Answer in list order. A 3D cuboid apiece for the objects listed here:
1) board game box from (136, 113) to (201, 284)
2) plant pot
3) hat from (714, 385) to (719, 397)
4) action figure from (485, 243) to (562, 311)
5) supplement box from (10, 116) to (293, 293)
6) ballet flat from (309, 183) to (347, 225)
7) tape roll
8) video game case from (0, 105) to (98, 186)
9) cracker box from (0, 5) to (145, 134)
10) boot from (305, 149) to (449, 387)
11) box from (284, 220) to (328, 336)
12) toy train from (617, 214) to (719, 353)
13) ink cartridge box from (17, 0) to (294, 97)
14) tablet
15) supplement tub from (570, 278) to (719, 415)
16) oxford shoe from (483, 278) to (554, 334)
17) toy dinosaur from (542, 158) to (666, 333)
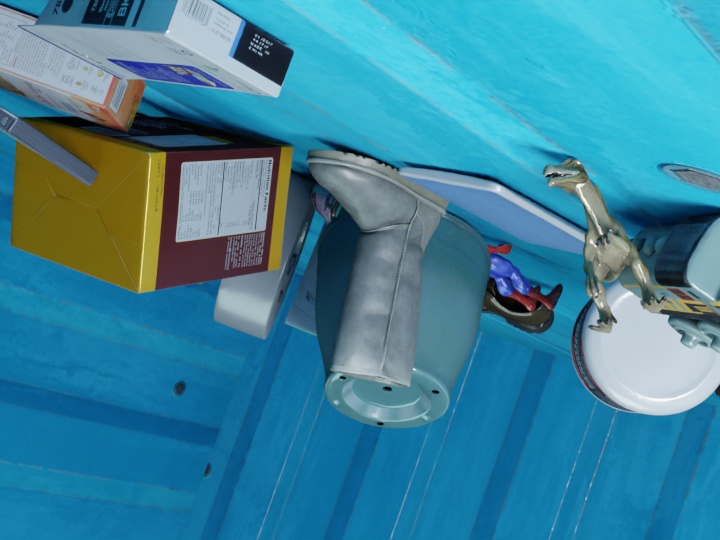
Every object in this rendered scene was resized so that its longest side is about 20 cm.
[{"bbox_3d":[-0.256,-0.094,1.354,0.200,0.165,0.057,19,176,4],"label":"board game box"},{"bbox_3d":[0.039,0.060,1.247,0.200,0.188,0.200,5,143,4],"label":"plant pot"},{"bbox_3d":[0.546,0.163,1.552,0.201,0.081,0.201,19,175,2],"label":"hat"},{"bbox_3d":[0.145,-0.014,1.332,0.200,0.052,0.065,27,168,-27],"label":"action figure"},{"bbox_3d":[-0.210,-0.076,1.157,0.197,0.133,0.200,17,-164,35],"label":"supplement box"},{"bbox_3d":[0.012,-0.057,1.344,0.200,0.069,0.071,30,-172,-47],"label":"ballet flat"},{"bbox_3d":[-0.110,-0.022,1.364,0.066,0.200,0.200,19,176,1],"label":"tape roll"},{"bbox_3d":[-0.342,-0.149,1.018,0.200,0.019,0.143,32,176,20],"label":"video game case"},{"bbox_3d":[-0.302,-0.190,1.022,0.200,0.058,0.134,20,176,-2],"label":"cracker box"},{"bbox_3d":[0.000,0.000,1.095,0.182,0.200,0.073,22,175,-31],"label":"boot"},{"bbox_3d":[0.023,0.023,1.507,0.097,0.177,0.200,18,176,38],"label":"box"},{"bbox_3d":[0.260,0.008,0.852,0.114,0.085,0.200,34,177,-8],"label":"toy train"},{"bbox_3d":[-0.145,-0.161,0.786,0.200,0.039,0.099,14,173,45],"label":"ink cartridge box"},{"bbox_3d":[0.141,-0.052,1.053,0.200,0.014,0.130,24,175,-41],"label":"tablet"},{"bbox_3d":[0.289,0.076,1.164,0.140,0.140,0.200,19,176,7],"label":"supplement tub"},{"bbox_3d":[0.180,0.023,1.638,0.200,0.073,0.084,15,160,20],"label":"oxford shoe"},{"bbox_3d":[0.184,-0.011,0.831,0.058,0.101,0.200,-15,150,15],"label":"toy dinosaur"}]
